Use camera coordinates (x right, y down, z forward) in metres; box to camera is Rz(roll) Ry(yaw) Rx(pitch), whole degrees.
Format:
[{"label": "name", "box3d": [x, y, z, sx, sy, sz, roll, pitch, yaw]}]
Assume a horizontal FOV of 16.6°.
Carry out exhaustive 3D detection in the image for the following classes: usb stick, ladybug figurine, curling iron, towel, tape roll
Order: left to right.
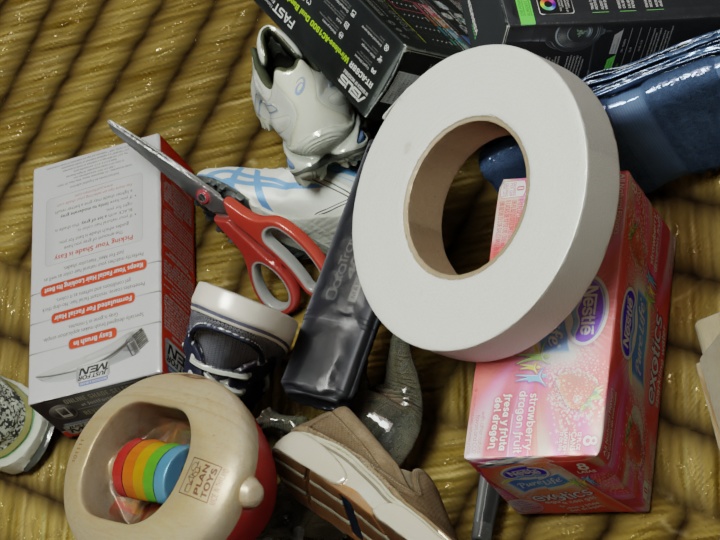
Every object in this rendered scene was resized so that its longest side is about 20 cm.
[{"label": "ladybug figurine", "box3d": [-0.117, 0.138, 1.598, 0.200, 0.072, 0.136, 10, 73, 54]}, {"label": "usb stick", "box3d": [0.000, 0.000, 1.657, 0.055, 0.033, 0.201, 10, 69, 27]}, {"label": "tape roll", "box3d": [0.077, -0.043, 1.568, 0.202, 0.037, 0.204, -17, 65, 41]}, {"label": "curling iron", "box3d": [0.088, 0.087, 1.644, 0.049, 0.026, 0.201, 9, 68, -9]}, {"label": "towel", "box3d": [0.183, -0.095, 1.641, 0.199, 0.112, 0.049, -21, 52, 16]}]

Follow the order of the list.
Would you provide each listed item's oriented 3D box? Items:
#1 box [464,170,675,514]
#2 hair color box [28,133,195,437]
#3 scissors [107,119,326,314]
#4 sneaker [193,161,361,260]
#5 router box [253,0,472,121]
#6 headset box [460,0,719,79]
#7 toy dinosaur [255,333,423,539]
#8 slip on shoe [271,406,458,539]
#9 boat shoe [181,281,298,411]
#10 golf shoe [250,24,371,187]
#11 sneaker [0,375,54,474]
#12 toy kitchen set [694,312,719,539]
[{"label": "box", "box3d": [0.138, 0.047, 1.595, 0.094, 0.103, 0.201, -4, 62, 26]}, {"label": "hair color box", "box3d": [-0.181, 0.010, 1.807, 0.110, 0.064, 0.201, -14, 57, 19]}, {"label": "scissors", "box3d": [-0.097, -0.050, 1.750, 0.200, 0.014, 0.073, 49, 134, 2]}, {"label": "sneaker", "box3d": [-0.034, -0.048, 1.765, 0.199, 0.072, 0.073, 9, 46, 33]}, {"label": "router box", "box3d": [0.016, -0.176, 1.744, 0.200, 0.149, 0.062, 49, 119, 37]}, {"label": "headset box", "box3d": [0.157, -0.209, 1.675, 0.199, 0.093, 0.175, -3, 57, -10]}, {"label": "toy dinosaur", "box3d": [-0.004, 0.113, 1.666, 0.200, 0.077, 0.102, -42, 65, -5]}, {"label": "slip on shoe", "box3d": [0.028, 0.153, 1.554, 0.060, 0.076, 0.200, -36, 46, -23]}, {"label": "boat shoe", "box3d": [-0.090, 0.070, 1.659, 0.074, 0.200, 0.093, 21, 81, 6]}, {"label": "golf shoe", "box3d": [-0.045, -0.142, 1.765, 0.078, 0.098, 0.200, -26, 26, -3]}, {"label": "sneaker", "box3d": [-0.315, 0.078, 1.824, 0.199, 0.089, 0.077, 22, 76, 35]}, {"label": "toy kitchen set", "box3d": [0.187, 0.128, 1.487, 0.180, 0.163, 0.201, -21, 56, 16]}]
